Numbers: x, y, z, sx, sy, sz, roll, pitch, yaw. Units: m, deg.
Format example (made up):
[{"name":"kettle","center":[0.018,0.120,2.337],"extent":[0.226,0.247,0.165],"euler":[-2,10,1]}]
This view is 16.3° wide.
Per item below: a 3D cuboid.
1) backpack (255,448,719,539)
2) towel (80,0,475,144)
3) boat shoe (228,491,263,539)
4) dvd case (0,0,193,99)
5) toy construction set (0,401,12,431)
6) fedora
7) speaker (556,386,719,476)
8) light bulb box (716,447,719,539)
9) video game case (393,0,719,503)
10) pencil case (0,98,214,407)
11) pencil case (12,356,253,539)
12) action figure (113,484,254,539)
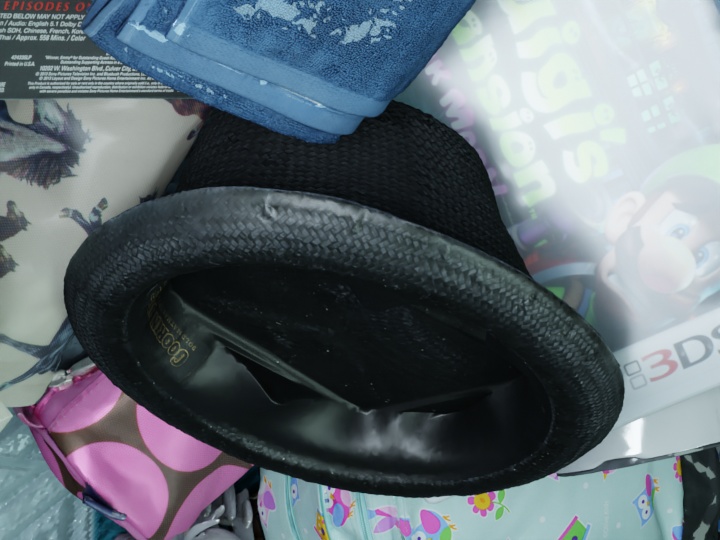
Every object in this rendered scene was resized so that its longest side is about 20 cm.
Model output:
[{"name":"backpack","center":[0.056,0.079,1.072],"extent":[0.200,0.167,0.127],"euler":[-7,174,-33]},{"name":"towel","center":[0.012,-0.129,0.740],"extent":[0.112,0.049,0.200],"euler":[22,115,-35]},{"name":"boat shoe","center":[0.016,0.118,1.165],"extent":[0.200,0.070,0.070],"euler":[17,74,-46]},{"name":"dvd case","center":[-0.080,-0.137,0.734],"extent":[0.146,0.022,0.200],"euler":[-4,131,-35]},{"name":"toy construction set","center":[-0.176,0.009,0.691],"extent":[0.092,0.131,0.200],"euler":[-63,159,11]},{"name":"fedora","center":[0.000,0.000,0.867],"extent":[0.201,0.200,0.092],"euler":[56,37,-53]},{"name":"speaker","center":[0.093,-0.024,0.990],"extent":[0.081,0.081,0.200],"euler":[-11,87,-38]},{"name":"light bulb box","center":[0.220,0.076,1.249],"extent":[0.198,0.125,0.200],"euler":[-40,145,-26]},{"name":"video game case","center":[0.068,-0.038,0.933],"extent":[0.182,0.200,0.023],"euler":[-23,-178,8]},{"name":"pencil case","center":[-0.110,-0.043,0.876],"extent":[0.200,0.089,0.078],"euler":[-58,170,17]},{"name":"pencil case","center":[-0.043,0.018,0.997],"extent":[0.200,0.091,0.094],"euler":[-43,118,-7]},{"name":"action figure","center":[-0.088,0.167,1.064],"extent":[0.069,0.130,0.200],"euler":[21,133,-5]}]
